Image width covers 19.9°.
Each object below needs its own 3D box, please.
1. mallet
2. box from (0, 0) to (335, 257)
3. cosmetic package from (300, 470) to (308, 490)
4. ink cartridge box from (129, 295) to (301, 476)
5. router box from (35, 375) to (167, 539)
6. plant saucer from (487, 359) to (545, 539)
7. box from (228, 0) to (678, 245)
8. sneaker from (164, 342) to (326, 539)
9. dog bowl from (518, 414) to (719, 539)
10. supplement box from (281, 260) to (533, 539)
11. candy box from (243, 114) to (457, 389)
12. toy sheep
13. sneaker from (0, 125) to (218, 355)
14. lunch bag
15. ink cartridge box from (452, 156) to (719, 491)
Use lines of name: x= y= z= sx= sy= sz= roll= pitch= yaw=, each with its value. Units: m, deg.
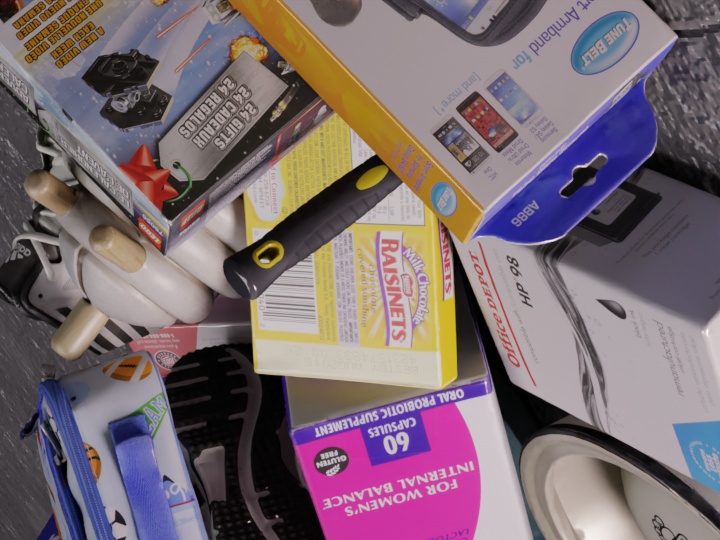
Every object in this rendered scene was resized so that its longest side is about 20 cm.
mallet: x=0.015 y=-0.056 z=0.843 sx=0.066 sy=0.199 sz=0.041 roll=54 pitch=150 yaw=11
box: x=-0.054 y=-0.120 z=0.859 sx=0.137 sy=0.200 sz=0.040 roll=45 pitch=159 yaw=10
cosmetic package: x=0.007 y=0.129 z=1.173 sx=0.050 sy=0.082 sz=0.202 roll=25 pitch=125 yaw=28
ink cartridge box: x=-0.046 y=0.086 z=1.259 sx=0.116 sy=0.068 sz=0.201 roll=-3 pitch=129 yaw=33
router box: x=-0.106 y=0.195 z=1.195 sx=0.049 sy=0.201 sz=0.180 roll=-25 pitch=117 yaw=43
plant saucer: x=0.051 y=0.085 z=1.250 sx=0.200 sy=0.027 sz=0.201 roll=41 pitch=157 yaw=21
box: x=0.033 y=-0.106 z=0.826 sx=0.200 sy=0.119 sz=0.042 roll=45 pitch=158 yaw=9
sneaker: x=-0.063 y=0.120 z=1.114 sx=0.201 sy=0.073 sz=0.081 roll=-106 pitch=10 yaw=-48
dog bowl: x=0.175 y=0.134 z=1.022 sx=0.200 sy=0.074 sz=0.201 roll=41 pitch=159 yaw=20
supplement box: x=0.031 y=0.114 z=1.055 sx=0.104 sy=0.100 sz=0.201 roll=-101 pitch=-5 yaw=-55
candy box: x=-0.008 y=-0.048 z=0.953 sx=0.101 sy=0.026 sz=0.202 roll=3 pitch=103 yaw=25
toy sheep: x=-0.093 y=-0.040 z=1.031 sx=0.138 sy=0.200 sz=0.138 roll=41 pitch=-179 yaw=-1
sneaker: x=-0.154 y=-0.041 z=1.106 sx=0.075 sy=0.115 sz=0.202 roll=20 pitch=137 yaw=51
lunch bag: x=-0.116 y=0.139 z=1.057 sx=0.160 sy=0.075 sz=0.202 roll=138 pitch=114 yaw=-76
ink cartridge box: x=0.113 y=0.013 z=0.922 sx=0.199 sy=0.067 sz=0.116 roll=27 pitch=150 yaw=45
